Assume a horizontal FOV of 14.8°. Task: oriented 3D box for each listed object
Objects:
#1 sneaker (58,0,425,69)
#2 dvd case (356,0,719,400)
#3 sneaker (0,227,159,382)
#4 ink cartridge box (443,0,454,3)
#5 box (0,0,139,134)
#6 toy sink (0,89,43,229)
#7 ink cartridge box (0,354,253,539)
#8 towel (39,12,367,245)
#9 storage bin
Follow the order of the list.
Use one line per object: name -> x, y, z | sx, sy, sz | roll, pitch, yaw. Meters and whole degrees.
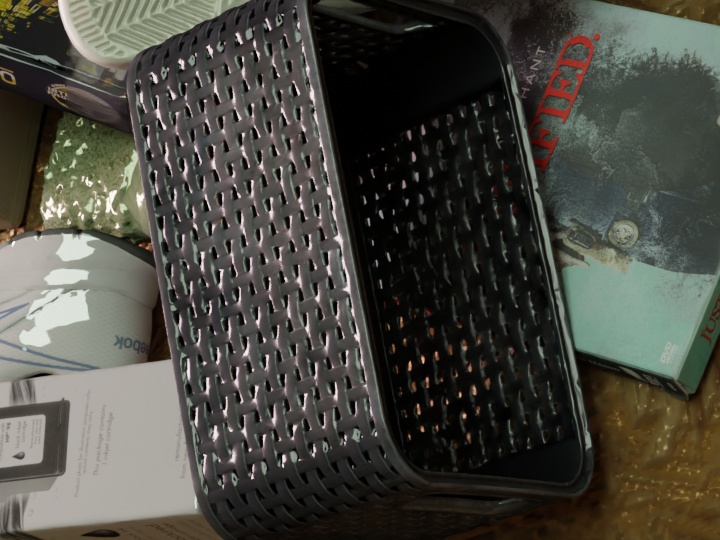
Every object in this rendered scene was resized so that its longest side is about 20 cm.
sneaker -> -0.020, -0.130, 1.116 | 0.200, 0.085, 0.075 | -13, 89, 9
dvd case -> 0.077, -0.042, 1.122 | 0.200, 0.022, 0.146 | 17, 79, 39
sneaker -> -0.178, 0.034, 1.230 | 0.200, 0.075, 0.087 | -7, 70, 32
ink cartridge box -> 0.021, -0.216, 1.141 | 0.094, 0.044, 0.200 | 27, 109, 28
box -> -0.137, -0.177, 1.221 | 0.161, 0.049, 0.200 | 21, 72, 4
toy sink -> -0.226, -0.125, 1.306 | 0.130, 0.112, 0.200 | -5, 66, 32
ink cartridge box -> -0.111, 0.092, 1.127 | 0.200, 0.116, 0.067 | -9, 65, 31
towel -> -0.065, -0.102, 1.236 | 0.148, 0.036, 0.200 | 7, 73, 37
storage bin -> 0.000, 0.000, 1.054 | 0.094, 0.135, 0.200 | -20, 72, 34
